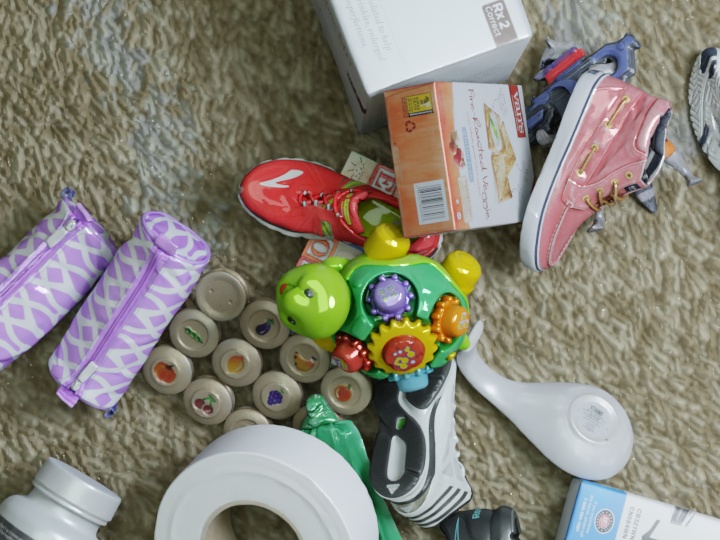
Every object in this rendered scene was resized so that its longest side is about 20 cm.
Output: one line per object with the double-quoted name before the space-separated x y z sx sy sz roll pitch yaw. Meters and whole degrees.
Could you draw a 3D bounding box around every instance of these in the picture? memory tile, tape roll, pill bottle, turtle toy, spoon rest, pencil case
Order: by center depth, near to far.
"turtle toy" 0.014 0.040 1.582 0.200 0.101 0.146 21 122 -20
"tape roll" -0.088 0.248 1.623 0.202 0.071 0.203 6 110 17
"pill bottle" -0.311 0.281 1.639 0.111 0.111 0.200 30 85 2
"pencil case" -0.222 0.039 1.648 0.084 0.085 0.200 36 107 9
"memory tile" -0.100 0.104 1.671 0.200 0.017 0.153 38 111 -1
"pencil case" -0.320 0.019 1.672 0.084 0.086 0.200 43 85 5
"spoon rest" 0.177 0.127 1.692 0.200 0.061 0.099 36 57 -3

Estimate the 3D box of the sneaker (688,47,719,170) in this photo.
"sneaker" 0.413 -0.136 1.721 0.129 0.080 0.199 -10 61 -22

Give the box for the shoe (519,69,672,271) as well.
"shoe" 0.221 -0.081 1.637 0.091 0.071 0.200 24 103 24

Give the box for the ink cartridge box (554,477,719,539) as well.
"ink cartridge box" 0.282 0.295 1.664 0.200 0.084 0.146 16 84 1

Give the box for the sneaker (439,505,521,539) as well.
"sneaker" 0.113 0.326 1.673 0.079 0.075 0.200 -1 77 12

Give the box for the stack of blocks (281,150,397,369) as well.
"stack of blocks" 0.000 0.000 1.700 0.115 0.059 0.200 26 84 2

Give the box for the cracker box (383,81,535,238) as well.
"cracker box" 0.098 -0.104 1.620 0.058 0.200 0.134 -8 91 28

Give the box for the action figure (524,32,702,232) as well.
"action figure" 0.219 -0.136 1.722 0.200 0.105 0.194 -28 78 26

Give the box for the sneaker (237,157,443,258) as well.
"sneaker" -0.017 -0.062 1.634 0.200 0.085 0.077 16 83 1

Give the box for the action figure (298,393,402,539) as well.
"action figure" -0.018 0.212 1.655 0.118 0.055 0.200 -12 102 13

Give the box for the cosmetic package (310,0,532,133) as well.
"cosmetic package" 0.050 -0.247 1.657 0.165 0.200 0.165 -21 84 -3

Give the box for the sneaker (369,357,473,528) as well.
"sneaker" 0.065 0.157 1.687 0.076 0.115 0.201 -6 51 26
